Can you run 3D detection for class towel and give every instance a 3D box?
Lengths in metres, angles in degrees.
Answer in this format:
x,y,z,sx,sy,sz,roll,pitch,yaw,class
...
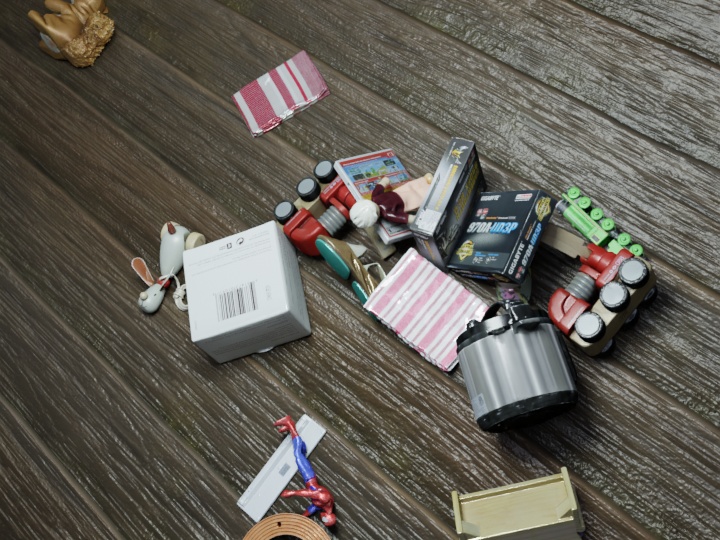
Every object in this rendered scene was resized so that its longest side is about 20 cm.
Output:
x,y,z,sx,sy,sz,roll,pitch,yaw,class
0.124,0.069,1.493,0.199,0.030,0.147,38,80,10,towel
-0.181,-0.397,1.843,0.199,0.023,0.145,-31,60,1,towel

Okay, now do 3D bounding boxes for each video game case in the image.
x,y,z,sx,sy,sz,roll,pitch,yaw,class
0.054,-0.147,1.595,0.142,0.017,0.201,-18,64,-34,video game case

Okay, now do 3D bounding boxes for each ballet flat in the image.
x,y,z,sx,sy,sz,roll,pitch,yaw,class
0.000,0.000,1.551,0.072,0.068,0.200,-38,84,-21,ballet flat
0.278,-0.024,1.496,0.068,0.071,0.202,1,66,21,ballet flat

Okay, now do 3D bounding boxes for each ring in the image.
x,y,z,sx,sy,sz,roll,pitch,yaw,class
-0.123,0.512,1.382,0.198,0.019,0.203,-5,74,18,ring

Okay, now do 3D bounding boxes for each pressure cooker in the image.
x,y,z,sx,sy,sz,roll,pitch,yaw,class
0.249,0.149,1.352,0.175,0.178,0.202,-27,66,26,pressure cooker

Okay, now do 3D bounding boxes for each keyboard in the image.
x,y,z,sx,sy,sz,roll,pitch,yaw,class
-0.142,0.355,1.483,0.056,0.011,0.201,33,79,22,keyboard

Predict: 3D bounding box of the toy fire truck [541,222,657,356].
x,y,z,sx,sy,sz,roll,pitch,yaw,class
0.375,0.018,1.410,0.176,0.129,0.200,-50,50,0,toy fire truck

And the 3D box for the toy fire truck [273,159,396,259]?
x,y,z,sx,sy,sz,roll,pitch,yaw,class
-0.042,-0.089,1.611,0.176,0.129,0.200,-45,51,-7,toy fire truck

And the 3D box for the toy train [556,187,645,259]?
x,y,z,sx,sy,sz,roll,pitch,yaw,class
0.431,-0.074,1.492,0.056,0.042,0.200,-43,61,6,toy train

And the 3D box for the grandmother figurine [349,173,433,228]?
x,y,z,sx,sy,sz,roll,pitch,yaw,class
0.067,-0.124,1.536,0.199,0.061,0.121,-20,45,-32,grandmother figurine

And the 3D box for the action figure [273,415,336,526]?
x,y,z,sx,sy,sz,roll,pitch,yaw,class
-0.114,0.366,1.432,0.098,0.065,0.201,-31,64,-6,action figure

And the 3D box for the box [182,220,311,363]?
x,y,z,sx,sy,sz,roll,pitch,yaw,class
-0.218,0.043,1.582,0.197,0.131,0.202,-18,61,8,box

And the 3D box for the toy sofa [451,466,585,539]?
x,y,z,sx,sy,sz,roll,pitch,yaw,class
0.250,0.392,1.312,0.198,0.098,0.083,-16,37,10,toy sofa

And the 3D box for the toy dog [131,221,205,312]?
x,y,z,sx,sy,sz,roll,pitch,yaw,class
-0.400,-0.020,1.688,0.130,0.096,0.202,-3,65,16,toy dog

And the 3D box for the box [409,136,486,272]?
x,y,z,sx,sy,sz,roll,pitch,yaw,class
0.166,-0.119,1.526,0.048,0.159,0.201,18,71,25,box

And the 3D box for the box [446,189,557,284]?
x,y,z,sx,sy,sz,roll,pitch,yaw,class
0.246,-0.061,1.459,0.160,0.046,0.200,-64,22,-6,box

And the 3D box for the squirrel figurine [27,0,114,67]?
x,y,z,sx,sy,sz,roll,pitch,yaw,class
-0.693,-0.614,2.058,0.199,0.142,0.187,34,68,13,squirrel figurine
